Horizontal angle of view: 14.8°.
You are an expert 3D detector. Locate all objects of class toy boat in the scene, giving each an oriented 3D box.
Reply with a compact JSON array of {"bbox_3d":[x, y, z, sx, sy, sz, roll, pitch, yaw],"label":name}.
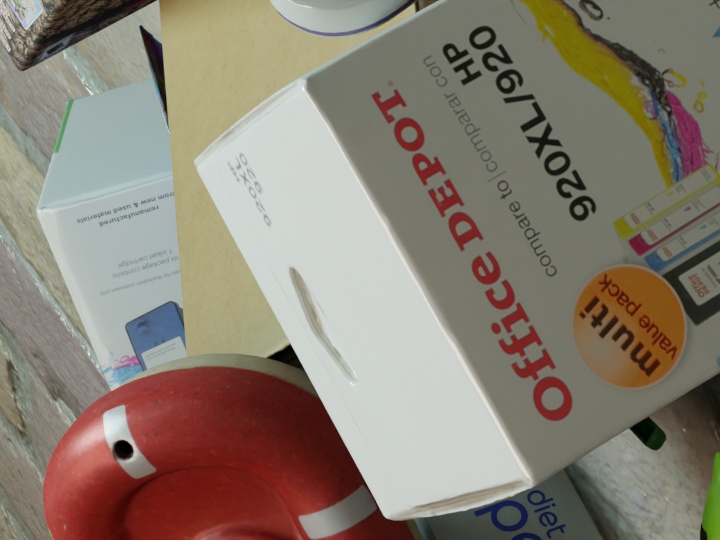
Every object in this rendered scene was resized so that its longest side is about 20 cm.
[{"bbox_3d":[-0.045,0.134,1.034,0.200,0.130,0.131,63,-157,-10],"label":"toy boat"}]

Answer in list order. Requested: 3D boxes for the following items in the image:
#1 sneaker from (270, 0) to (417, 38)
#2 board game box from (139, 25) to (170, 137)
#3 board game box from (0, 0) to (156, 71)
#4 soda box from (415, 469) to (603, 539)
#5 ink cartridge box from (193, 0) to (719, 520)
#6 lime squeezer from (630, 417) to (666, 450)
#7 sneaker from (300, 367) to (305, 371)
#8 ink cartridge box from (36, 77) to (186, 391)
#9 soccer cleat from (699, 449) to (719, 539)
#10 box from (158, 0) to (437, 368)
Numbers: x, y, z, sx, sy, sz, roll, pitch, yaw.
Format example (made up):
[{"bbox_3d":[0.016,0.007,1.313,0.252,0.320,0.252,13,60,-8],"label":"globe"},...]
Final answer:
[{"bbox_3d":[0.032,-0.128,0.931,0.072,0.201,0.114,19,146,20],"label":"sneaker"},{"bbox_3d":[-0.057,-0.041,1.308,0.200,0.039,0.158,-43,-64,-89],"label":"board game box"},{"bbox_3d":[-0.086,-0.185,1.167,0.097,0.159,0.200,59,161,2],"label":"board game box"},{"bbox_3d":[0.061,0.122,1.112,0.068,0.063,0.200,87,159,-51],"label":"soda box"},{"bbox_3d":[0.075,-0.030,0.918,0.147,0.200,0.145,60,161,0],"label":"ink cartridge box"},{"bbox_3d":[0.081,0.030,1.219,0.200,0.038,0.071,38,171,39],"label":"lime squeezer"},{"bbox_3d":[-0.033,0.095,1.132,0.075,0.082,0.200,125,123,-76],"label":"sneaker"},{"bbox_3d":[-0.094,0.012,1.492,0.145,0.087,0.200,-88,-18,-64],"label":"ink cartridge box"},{"bbox_3d":[0.173,0.142,1.136,0.200,0.067,0.081,70,-164,-56],"label":"soccer cleat"},{"bbox_3d":[-0.022,-0.066,1.076,0.163,0.021,0.201,-31,57,45],"label":"box"}]
